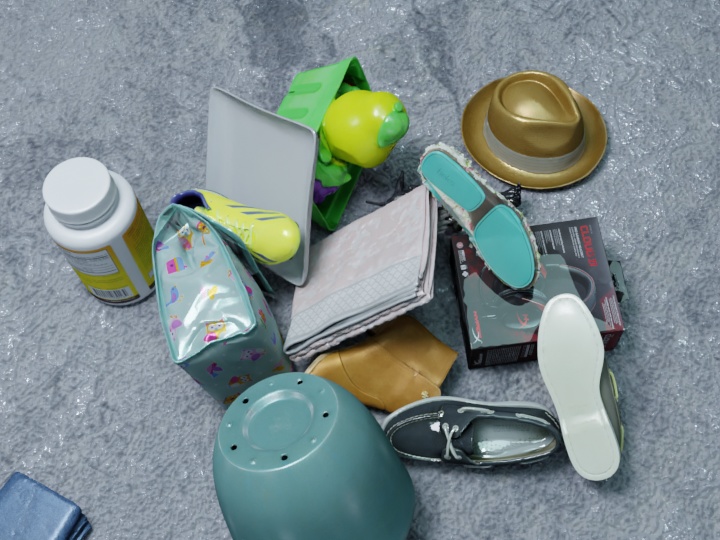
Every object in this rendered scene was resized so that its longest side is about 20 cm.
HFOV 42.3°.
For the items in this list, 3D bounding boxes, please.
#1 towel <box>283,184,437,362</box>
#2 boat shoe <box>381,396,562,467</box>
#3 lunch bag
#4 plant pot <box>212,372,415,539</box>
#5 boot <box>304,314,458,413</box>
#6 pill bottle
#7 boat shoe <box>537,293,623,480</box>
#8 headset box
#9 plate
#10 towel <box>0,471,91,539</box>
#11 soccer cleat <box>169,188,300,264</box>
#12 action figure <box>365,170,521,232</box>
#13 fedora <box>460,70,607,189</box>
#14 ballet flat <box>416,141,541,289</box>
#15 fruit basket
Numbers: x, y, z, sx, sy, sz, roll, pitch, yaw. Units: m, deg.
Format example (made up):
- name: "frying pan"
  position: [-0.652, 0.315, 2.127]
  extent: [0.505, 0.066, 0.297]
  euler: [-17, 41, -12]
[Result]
- name: "towel"
  position: [0.000, 0.000, 1.084]
  extent: [0.200, 0.032, 0.191]
  euler: [-27, 33, 26]
- name: "boat shoe"
  position: [0.122, 0.180, 1.029]
  extent: [0.199, 0.060, 0.076]
  euler: [-8, 101, 2]
- name: "lunch bag"
  position: [-0.167, 0.036, 1.083]
  extent: [0.122, 0.170, 0.200]
  euler: [-24, 59, 0]
- name: "plant pot"
  position: [-0.059, 0.202, 0.951]
  extent: [0.200, 0.161, 0.201]
  euler: [-12, 38, 10]
- name: "boot"
  position: [0.011, 0.140, 1.074]
  extent: [0.144, 0.071, 0.201]
  euler: [37, 82, 6]
- name: "pill bottle"
  position: [-0.311, -0.047, 1.124]
  extent: [0.109, 0.200, 0.110]
  euler: [-2, 60, 3]
- name: "boat shoe"
  position: [0.244, 0.125, 1.024]
  extent: [0.072, 0.060, 0.202]
  euler: [-13, 85, 23]
- name: "headset box"
  position: [0.215, 0.025, 1.108]
  extent: [0.199, 0.075, 0.149]
  euler: [-7, 66, 0]
- name: "plate"
  position: [-0.119, -0.107, 1.141]
  extent: [0.199, 0.201, 0.032]
  euler: [28, 32, 37]
- name: "towel"
  position: [-0.394, 0.326, 1.010]
  extent: [0.111, 0.049, 0.200]
  euler: [26, 67, 17]
- name: "soccer cleat"
  position: [-0.152, -0.053, 1.103]
  extent: [0.200, 0.084, 0.065]
  euler: [21, 96, 42]
- name: "action figure"
  position: [0.104, -0.083, 1.170]
  extent: [0.199, 0.102, 0.119]
  euler: [2, 65, 2]
- name: "fedora"
  position: [0.233, -0.203, 1.235]
  extent: [0.200, 0.082, 0.201]
  euler: [-2, 61, 3]
- name: "ballet flat"
  position: [0.146, -0.068, 1.074]
  extent: [0.076, 0.064, 0.200]
  euler: [-39, 83, 25]
- name: "fruit basket"
  position: [-0.015, -0.168, 1.192]
  extent: [0.215, 0.156, 0.216]
  euler: [-10, 54, 15]
